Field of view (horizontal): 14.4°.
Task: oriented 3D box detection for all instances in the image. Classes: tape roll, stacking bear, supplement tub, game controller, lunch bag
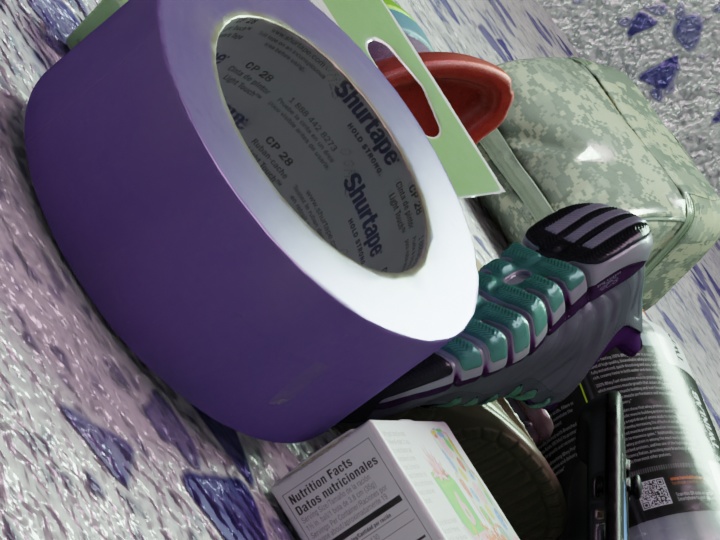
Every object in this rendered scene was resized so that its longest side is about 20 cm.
[{"bbox_3d":[-0.044,-0.032,1.227,0.200,0.085,0.201,40,29,-28],"label":"tape roll"},{"bbox_3d":[-0.014,-0.128,1.725,0.113,0.122,0.200,14,26,-37],"label":"stacking bear"},{"bbox_3d":[0.142,0.112,1.588,0.123,0.122,0.201,41,25,-52],"label":"supplement tub"},{"bbox_3d":[0.124,0.160,1.415,0.105,0.042,0.201,94,-1,-52],"label":"game controller"},{"bbox_3d":[0.164,-0.071,2.253,0.167,0.139,0.200,8,43,-53],"label":"lunch bag"}]

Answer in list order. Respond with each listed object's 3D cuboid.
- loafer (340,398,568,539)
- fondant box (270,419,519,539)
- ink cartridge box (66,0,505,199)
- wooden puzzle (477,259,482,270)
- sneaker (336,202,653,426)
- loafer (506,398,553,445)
[{"bbox_3d":[0.035,0.070,1.418,0.200,0.076,0.068,49,18,-31],"label":"loafer"},{"bbox_3d":[0.052,0.163,1.260,0.201,0.058,0.144,59,11,10],"label":"fondant box"},{"bbox_3d":[-0.035,-0.075,1.421,0.200,0.048,0.146,-8,61,-52],"label":"ink cartridge box"},{"bbox_3d":[0.086,0.062,1.763,0.200,0.046,0.185,50,11,-7],"label":"wooden puzzle"},{"bbox_3d":[0.065,0.045,1.349,0.074,0.199,0.088,28,-44,48],"label":"sneaker"},{"bbox_3d":[0.053,0.037,1.592,0.072,0.063,0.201,75,-4,-46],"label":"loafer"}]
